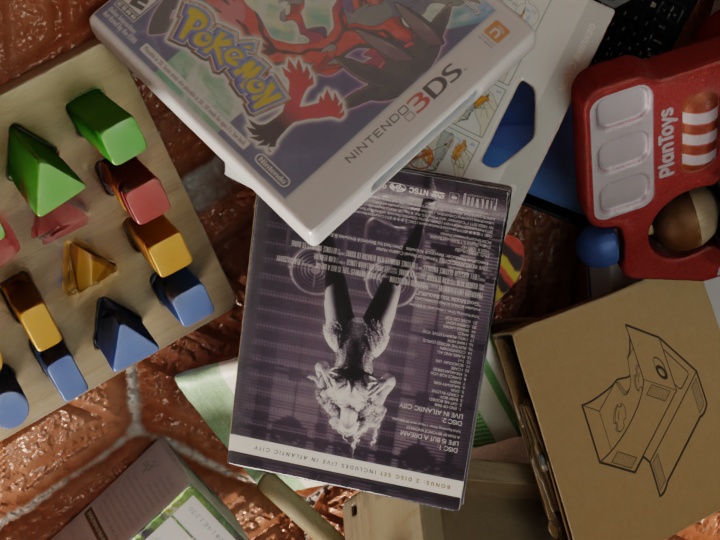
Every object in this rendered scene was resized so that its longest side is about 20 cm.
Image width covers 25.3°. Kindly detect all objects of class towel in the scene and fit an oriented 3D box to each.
[{"bbox_3d":[0.001,0.084,1.052,0.198,0.024,0.153,-16,138,14],"label":"towel"}]

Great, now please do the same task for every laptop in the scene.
[{"bbox_3d":[0.153,-0.143,1.066,0.176,0.103,0.201,18,107,-29],"label":"laptop"}]

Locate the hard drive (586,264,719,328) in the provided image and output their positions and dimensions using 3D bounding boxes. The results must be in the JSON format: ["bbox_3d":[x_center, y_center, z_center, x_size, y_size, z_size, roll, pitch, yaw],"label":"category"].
[{"bbox_3d":[0.248,0.014,1.181,0.199,0.025,0.133,-21,114,-33],"label":"hard drive"}]

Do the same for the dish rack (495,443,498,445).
[{"bbox_3d":[0.155,0.137,1.203,0.171,0.044,0.201,-24,117,-15],"label":"dish rack"}]

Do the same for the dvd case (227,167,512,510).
[{"bbox_3d":[0.003,0.035,0.951,0.147,0.016,0.202,10,107,9],"label":"dvd case"}]

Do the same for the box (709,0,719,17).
[{"bbox_3d":[0.334,-0.135,1.155,0.199,0.060,0.118,30,69,-30],"label":"box"}]

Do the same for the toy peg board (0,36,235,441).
[{"bbox_3d":[-0.187,-0.001,0.967,0.199,0.098,0.200,-29,117,-12],"label":"toy peg board"}]

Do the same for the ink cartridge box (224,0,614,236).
[{"bbox_3d":[0.036,-0.111,0.984,0.172,0.044,0.201,27,78,2],"label":"ink cartridge box"}]

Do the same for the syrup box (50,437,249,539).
[{"bbox_3d":[-0.172,0.216,1.060,0.200,0.081,0.079,-42,118,-5],"label":"syrup box"}]

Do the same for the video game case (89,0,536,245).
[{"bbox_3d":[-0.029,-0.140,0.941,0.182,0.200,0.023,-42,160,-13],"label":"video game case"}]

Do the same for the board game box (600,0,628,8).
[{"bbox_3d":[0.102,-0.266,1.003,0.199,0.034,0.136,21,66,-29],"label":"board game box"}]

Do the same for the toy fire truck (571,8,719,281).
[{"bbox_3d":[0.212,-0.068,1.022,0.166,0.113,0.201,-16,138,-6],"label":"toy fire truck"}]

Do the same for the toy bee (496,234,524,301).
[{"bbox_3d":[0.000,0.000,1.047,0.198,0.131,0.110,17,85,10],"label":"toy bee"}]

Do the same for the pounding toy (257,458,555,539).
[{"bbox_3d":[0.055,0.207,1.044,0.198,0.142,0.186,8,62,-27],"label":"pounding toy"}]

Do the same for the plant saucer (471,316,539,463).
[{"bbox_3d":[0.110,0.115,1.126,0.198,0.035,0.202,0,116,-1],"label":"plant saucer"}]

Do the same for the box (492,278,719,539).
[{"bbox_3d":[0.181,0.094,1.056,0.199,0.021,0.165,-17,89,-40],"label":"box"}]
